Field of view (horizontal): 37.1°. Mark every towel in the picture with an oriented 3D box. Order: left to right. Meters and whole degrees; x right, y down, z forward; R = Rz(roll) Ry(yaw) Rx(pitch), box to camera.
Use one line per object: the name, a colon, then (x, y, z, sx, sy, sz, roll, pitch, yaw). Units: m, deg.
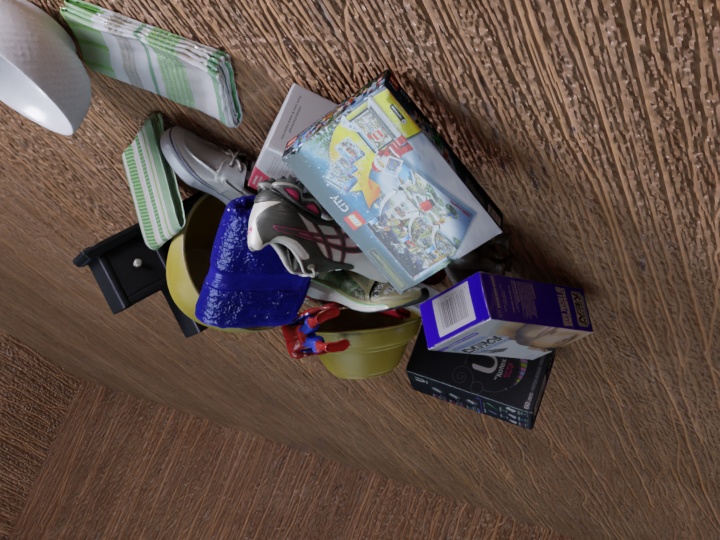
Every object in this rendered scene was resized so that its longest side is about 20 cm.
towel: (-0.233, -0.228, 1.207, 0.197, 0.031, 0.150, 21, 161, 7)
towel: (-0.277, -0.112, 1.437, 0.023, 0.155, 0.200, -13, 176, -24)
towel: (-0.114, -0.006, 1.311, 0.146, 0.050, 0.201, -5, 138, -28)

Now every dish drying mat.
dish drying mat: (-0.029, 0.042, 1.551, 0.197, 0.018, 0.077, 12, 174, 21)

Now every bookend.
bookend: (-0.284, 0.022, 1.573, 0.201, 0.198, 0.092, 63, 155, -3)

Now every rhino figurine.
rhino figurine: (0.145, -0.001, 1.351, 0.086, 0.061, 0.200, 14, 162, 13)

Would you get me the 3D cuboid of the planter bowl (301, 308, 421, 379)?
planter bowl: (0.002, 0.111, 1.597, 0.197, 0.085, 0.200, -6, -172, 1)

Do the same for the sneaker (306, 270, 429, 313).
sneaker: (0.000, 0.000, 1.368, 0.198, 0.090, 0.076, 11, -165, 34)

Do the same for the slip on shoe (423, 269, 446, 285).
slip on shoe: (0.070, -0.021, 1.379, 0.073, 0.062, 0.200, 14, 162, 17)

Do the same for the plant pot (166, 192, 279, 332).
plant pot: (-0.190, 0.000, 1.478, 0.199, 0.203, 0.141, 32, 147, -27)

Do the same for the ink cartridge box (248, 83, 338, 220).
ink cartridge box: (-0.013, -0.107, 1.198, 0.198, 0.084, 0.145, 25, 162, -8)

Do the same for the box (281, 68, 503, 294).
box: (0.034, -0.085, 1.091, 0.136, 0.038, 0.200, -31, 114, 26)

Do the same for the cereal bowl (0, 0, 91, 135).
cereal bowl: (-0.386, -0.248, 1.220, 0.198, 0.084, 0.200, 30, 164, 10)

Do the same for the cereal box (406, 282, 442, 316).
cereal box: (0.069, 0.033, 1.473, 0.198, 0.040, 0.144, 28, 177, 19)

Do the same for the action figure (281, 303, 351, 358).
action figure: (-0.044, 0.079, 1.428, 0.098, 0.066, 0.200, -16, 180, -24)

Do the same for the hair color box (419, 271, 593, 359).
hair color box: (0.181, 0.059, 1.316, 0.198, 0.066, 0.109, 7, 153, -41)

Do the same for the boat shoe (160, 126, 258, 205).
boat shoe: (-0.165, -0.126, 1.375, 0.069, 0.072, 0.199, -27, 129, 31)

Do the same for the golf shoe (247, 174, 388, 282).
golf shoe: (-0.042, -0.024, 1.194, 0.198, 0.089, 0.077, 30, 160, -26)

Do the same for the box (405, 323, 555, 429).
box: (0.181, 0.140, 1.600, 0.197, 0.124, 0.106, 17, 162, 16)

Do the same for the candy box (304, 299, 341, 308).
candy box: (-0.110, -0.007, 1.640, 0.198, 0.056, 0.115, 29, 161, -21)
